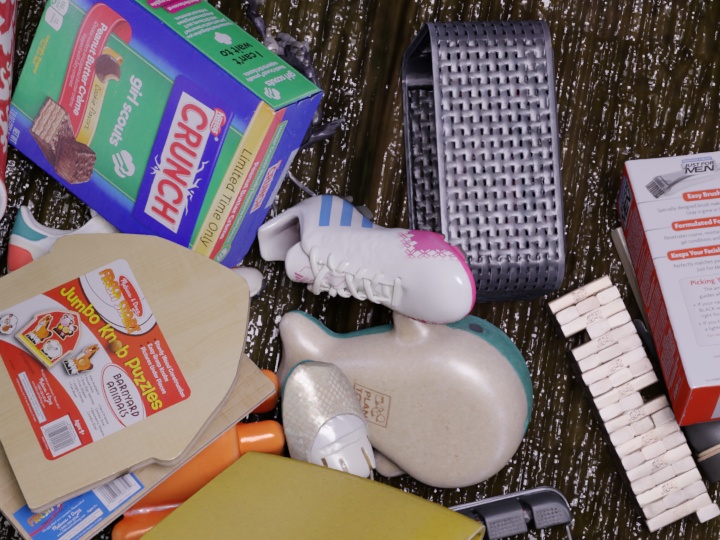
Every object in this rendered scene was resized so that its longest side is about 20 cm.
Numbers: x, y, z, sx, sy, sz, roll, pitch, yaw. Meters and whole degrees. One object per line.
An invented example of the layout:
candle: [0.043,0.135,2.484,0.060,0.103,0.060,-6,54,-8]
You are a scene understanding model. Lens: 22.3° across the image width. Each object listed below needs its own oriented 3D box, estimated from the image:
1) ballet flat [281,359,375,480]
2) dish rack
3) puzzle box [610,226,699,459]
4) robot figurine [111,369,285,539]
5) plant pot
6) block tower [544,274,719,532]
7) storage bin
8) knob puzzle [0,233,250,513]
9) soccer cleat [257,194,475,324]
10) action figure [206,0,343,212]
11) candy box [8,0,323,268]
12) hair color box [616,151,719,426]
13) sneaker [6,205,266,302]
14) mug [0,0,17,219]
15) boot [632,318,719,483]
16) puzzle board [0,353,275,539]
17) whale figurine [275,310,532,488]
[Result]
ballet flat: [-0.009,0.154,1.338,0.067,0.062,0.201,-29,125,-27]
dish rack: [0.107,0.276,1.386,0.153,0.055,0.201,-12,87,-5]
puzzle box: [0.294,0.037,1.441,0.132,0.025,0.201,-20,86,-6]
robot figurine: [-0.156,0.117,1.347,0.199,0.117,0.145,-8,114,-5]
plant pot: [-0.057,0.244,1.261,0.176,0.201,0.200,32,40,21]
block tower: [0.207,0.106,1.409,0.058,0.054,0.201,-25,86,0]
storage bin: [0.090,-0.079,1.377,0.093,0.135,0.201,-1,84,-8]
knob puzzle: [-0.167,0.057,1.279,0.218,0.031,0.221,-2,59,3]
soccer cleat: [0.000,0.000,1.307,0.086,0.200,0.070,-20,117,-29]
action figure: [-0.085,-0.150,1.394,0.118,0.102,0.201,-19,112,-15]
candy box: [-0.147,-0.114,1.328,0.200,0.077,0.169,37,124,13]
hair color box: [0.267,0.009,1.358,0.110,0.064,0.201,-7,59,-5]
sneaker: [-0.171,-0.013,1.381,0.199,0.070,0.094,-1,90,-3]
mug: [-0.331,-0.131,1.333,0.177,0.133,0.201,-18,53,26]
boot: [0.322,0.055,1.396,0.199,0.077,0.139,-27,81,-10]
puzzle board: [-0.182,0.095,1.284,0.200,0.017,0.151,-38,65,-17]
whale figurine: [0.035,0.080,1.384,0.199,0.104,0.160,16,122,17]
